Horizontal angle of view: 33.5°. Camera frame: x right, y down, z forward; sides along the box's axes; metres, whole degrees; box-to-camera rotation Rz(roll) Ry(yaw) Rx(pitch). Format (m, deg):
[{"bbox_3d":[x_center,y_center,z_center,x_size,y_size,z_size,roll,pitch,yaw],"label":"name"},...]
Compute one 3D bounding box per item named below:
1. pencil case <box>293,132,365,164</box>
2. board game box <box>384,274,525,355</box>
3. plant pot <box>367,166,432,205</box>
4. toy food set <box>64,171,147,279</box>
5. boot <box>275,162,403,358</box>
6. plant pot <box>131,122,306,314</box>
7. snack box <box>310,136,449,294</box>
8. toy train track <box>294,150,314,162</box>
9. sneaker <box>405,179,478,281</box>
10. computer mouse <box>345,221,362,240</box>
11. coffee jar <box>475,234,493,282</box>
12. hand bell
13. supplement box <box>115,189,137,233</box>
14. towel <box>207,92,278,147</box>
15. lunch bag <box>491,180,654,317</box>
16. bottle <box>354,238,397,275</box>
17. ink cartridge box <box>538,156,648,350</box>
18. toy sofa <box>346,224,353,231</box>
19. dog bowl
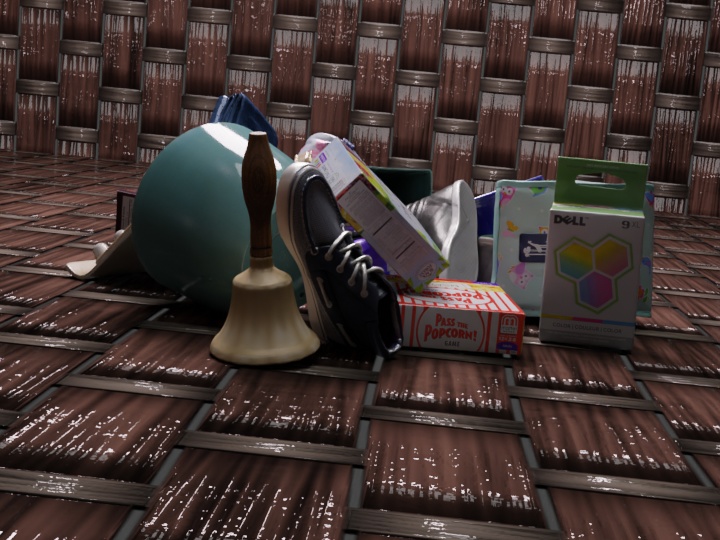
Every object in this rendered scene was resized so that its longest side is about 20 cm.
[{"bbox_3d":[-0.075,-0.080,1.548,0.091,0.201,0.083,39,-17,-17],"label":"pencil case"},{"bbox_3d":[0.089,0.046,1.305,0.150,0.047,0.200,5,8,-3],"label":"board game box"},{"bbox_3d":[-0.004,-0.088,1.883,0.140,0.143,0.199,-1,3,-35],"label":"plant pot"},{"bbox_3d":[-0.255,-0.064,1.468,0.200,0.061,0.143,-41,-17,27],"label":"toy food set"},{"bbox_3d":[-0.013,-0.009,1.141,0.090,0.201,0.073,14,44,38],"label":"boot"},{"bbox_3d":[-0.119,-0.041,1.290,0.200,0.202,0.161,-2,22,-42],"label":"plant pot"},{"bbox_3d":[0.017,-0.065,1.329,0.142,0.053,0.200,46,6,-19],"label":"snack box"},{"bbox_3d":[-0.114,-0.097,1.497,0.199,0.115,0.033,-15,-34,17],"label":"toy train track"},{"bbox_3d":[0.096,-0.024,1.565,0.099,0.201,0.071,-20,-47,29],"label":"sneaker"},{"bbox_3d":[-0.060,-0.028,1.474,0.199,0.059,0.034,-25,-17,-14],"label":"computer mouse"},{"bbox_3d":[0.250,-0.003,1.606,0.199,0.086,0.104,1,9,-31],"label":"coffee jar"},{"bbox_3d":[-0.090,-0.025,1.092,0.103,0.202,0.104,0,16,0],"label":"hand bell"},{"bbox_3d":[-0.243,-0.062,1.699,0.199,0.086,0.110,12,11,38],"label":"supplement box"},{"bbox_3d":[-0.152,-0.106,1.432,0.048,0.201,0.112,-6,-33,31],"label":"towel"},{"bbox_3d":[0.252,-0.026,1.461,0.198,0.172,0.122,2,1,-21],"label":"lunch bag"},{"bbox_3d":[0.000,0.000,1.445,0.083,0.066,0.200,-39,-15,26],"label":"bottle"},{"bbox_3d":[0.257,-0.019,1.316,0.103,0.202,0.059,6,8,11],"label":"ink cartridge box"},{"bbox_3d":[-0.009,-0.034,1.664,0.198,0.084,0.098,2,12,-20],"label":"toy sofa"},{"bbox_3d":[0.182,-0.069,1.728,0.199,0.079,0.200,-19,1,0],"label":"dog bowl"}]
